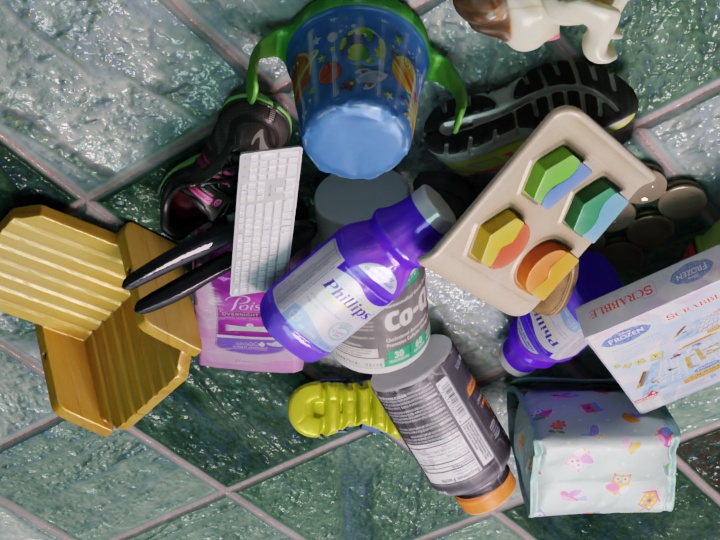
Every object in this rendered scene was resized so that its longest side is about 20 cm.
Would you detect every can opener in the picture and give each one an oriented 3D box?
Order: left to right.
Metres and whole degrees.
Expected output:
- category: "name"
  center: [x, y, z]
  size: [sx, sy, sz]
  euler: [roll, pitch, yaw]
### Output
- category: "can opener"
  center: [-0.139, -0.018, 1.505]
  size: [0.200, 0.064, 0.079]
  euler: [-21, 180, 0]

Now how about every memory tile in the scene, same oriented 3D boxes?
- category: "memory tile"
  center: [0.234, -0.069, 1.566]
  size: [0.200, 0.017, 0.153]
  euler: [20, 136, -23]

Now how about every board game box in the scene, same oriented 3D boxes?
- category: "board game box"
  center: [0.344, 0.056, 1.573]
  size: [0.200, 0.041, 0.200]
  euler: [-25, 144, 13]

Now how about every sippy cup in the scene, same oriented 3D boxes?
- category: "sippy cup"
  center: [-0.003, -0.157, 1.377]
  size: [0.177, 0.131, 0.140]
  euler: [-16, 137, 18]

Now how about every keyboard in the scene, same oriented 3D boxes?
- category: "keyboard"
  center: [-0.088, -0.042, 1.414]
  size: [0.056, 0.011, 0.200]
  euler: [-3, 142, -11]

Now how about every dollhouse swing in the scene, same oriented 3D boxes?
- category: "dollhouse swing"
  center: [-0.303, 0.055, 1.611]
  size: [0.176, 0.182, 0.200]
  euler: [9, 144, -41]

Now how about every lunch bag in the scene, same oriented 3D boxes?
- category: "lunch bag"
  center: [0.255, 0.182, 1.734]
  size: [0.170, 0.200, 0.122]
  euler: [-1, 114, -3]

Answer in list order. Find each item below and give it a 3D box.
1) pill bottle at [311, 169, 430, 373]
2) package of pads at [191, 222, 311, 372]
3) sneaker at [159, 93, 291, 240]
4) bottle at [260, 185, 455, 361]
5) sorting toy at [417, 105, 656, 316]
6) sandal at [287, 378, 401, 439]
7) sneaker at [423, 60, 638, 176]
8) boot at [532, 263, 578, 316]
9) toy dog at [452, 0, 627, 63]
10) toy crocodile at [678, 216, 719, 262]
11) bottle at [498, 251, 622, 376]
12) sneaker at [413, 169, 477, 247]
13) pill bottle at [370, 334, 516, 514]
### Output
- category: "pill bottle"
  center: [0.010, -0.001, 1.565]
  size: [0.113, 0.113, 0.200]
  euler: [-4, 132, 5]
- category: "package of pads"
  center: [-0.115, 0.033, 1.629]
  size: [0.120, 0.076, 0.200]
  euler: [1, 146, -3]
- category: "sneaker"
  center: [-0.131, -0.094, 1.484]
  size: [0.077, 0.084, 0.200]
  euler: [27, 133, -19]
- category: "bottle"
  center: [0.000, 0.000, 1.442]
  size: [0.200, 0.065, 0.084]
  euler: [-39, 124, 17]
- category: "sorting toy"
  center: [0.170, -0.045, 1.424]
  size: [0.200, 0.036, 0.185]
  euler: [-46, 143, 12]
- category: "sandal"
  center: [0.004, 0.157, 1.800]
  size: [0.199, 0.080, 0.087]
  euler: [6, 177, -17]
- category: "sneaker"
  center: [0.164, -0.136, 1.455]
  size: [0.199, 0.078, 0.090]
  euler: [-10, 153, 14]
- category: "boot"
  center: [0.174, -0.028, 1.529]
  size: [0.075, 0.074, 0.200]
  euler: [-24, 138, -25]
- category: "toy dog"
  center: [0.167, -0.256, 1.259]
  size: [0.200, 0.140, 0.194]
  euler: [-31, 117, 31]
- category: "toy crocodile"
  center: [0.349, 0.018, 1.625]
  size: [0.062, 0.068, 0.200]
  euler: [9, 139, -11]
- category: "bottle"
  center: [0.209, 0.055, 1.656]
  size: [0.065, 0.084, 0.200]
  euler: [-14, 161, -27]
- category: "sneaker"
  center: [0.103, -0.026, 1.548]
  size: [0.075, 0.079, 0.200]
  euler: [-1, 155, 35]
- category: "pill bottle"
  center: [0.102, 0.180, 1.739]
  size: [0.106, 0.106, 0.200]
  euler: [-21, 113, 23]
